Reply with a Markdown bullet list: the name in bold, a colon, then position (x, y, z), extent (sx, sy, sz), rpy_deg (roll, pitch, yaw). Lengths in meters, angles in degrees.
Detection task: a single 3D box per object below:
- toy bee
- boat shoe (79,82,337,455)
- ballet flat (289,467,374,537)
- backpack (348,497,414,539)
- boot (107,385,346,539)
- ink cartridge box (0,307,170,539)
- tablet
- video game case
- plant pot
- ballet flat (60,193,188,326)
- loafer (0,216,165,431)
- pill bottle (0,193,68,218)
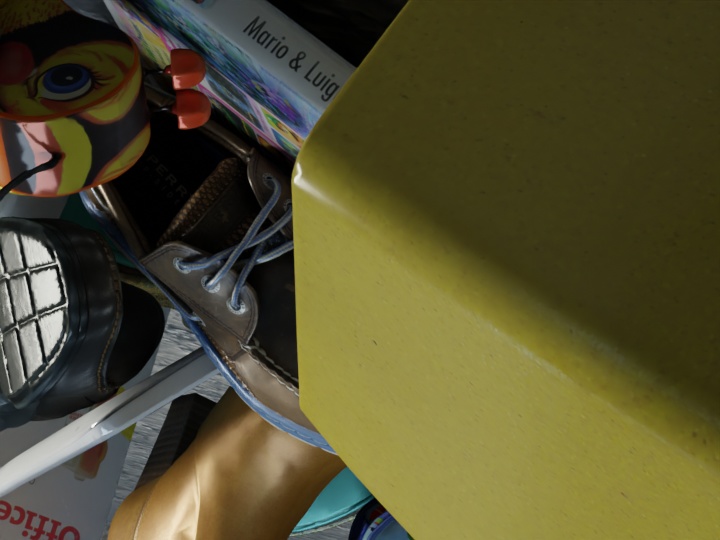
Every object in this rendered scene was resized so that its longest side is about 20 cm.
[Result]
- **toy bee**: position (-0.110, -0.058, 0.768), extent (0.109, 0.200, 0.131), rpy_deg (-16, 158, -13)
- **boat shoe**: position (-0.043, -0.003, 0.826), extent (0.200, 0.072, 0.072), rpy_deg (36, 170, 31)
- **ballet flat**: position (0.020, 0.049, 1.035), extent (0.071, 0.071, 0.200), rpy_deg (25, 125, -33)
- **backpack**: position (0.080, 0.139, 1.018), extent (0.183, 0.135, 0.200), rpy_deg (-25, 178, 0)
- **boot**: position (-0.050, 0.116, 0.958), extent (0.071, 0.144, 0.201), rpy_deg (24, 159, -23)
- **ink cartridge box**: position (-0.175, 0.034, 1.093), extent (0.083, 0.200, 0.145), rpy_deg (4, 162, 44)
- **tablet**: position (-0.085, 0.050, 0.959), extent (0.014, 0.130, 0.200), rpy_deg (60, 153, 0)
- **video game case**: position (-0.014, -0.044, 0.813), extent (0.182, 0.024, 0.200), rpy_deg (38, 173, 14)
- **plant pot**: position (0.091, -0.001, 0.590), extent (0.176, 0.200, 0.200), rpy_deg (28, 153, 16)
- **ballet flat**: position (-0.084, -0.003, 1.047), extent (0.200, 0.071, 0.071), rpy_deg (12, 169, -14)
- **loafer**: position (-0.112, 0.017, 0.899), extent (0.072, 0.073, 0.200), rpy_deg (-8, 173, -18)
- **pill bottle**: position (-0.214, -0.069, 0.904), extent (0.200, 0.113, 0.113), rpy_deg (26, 164, -37)
